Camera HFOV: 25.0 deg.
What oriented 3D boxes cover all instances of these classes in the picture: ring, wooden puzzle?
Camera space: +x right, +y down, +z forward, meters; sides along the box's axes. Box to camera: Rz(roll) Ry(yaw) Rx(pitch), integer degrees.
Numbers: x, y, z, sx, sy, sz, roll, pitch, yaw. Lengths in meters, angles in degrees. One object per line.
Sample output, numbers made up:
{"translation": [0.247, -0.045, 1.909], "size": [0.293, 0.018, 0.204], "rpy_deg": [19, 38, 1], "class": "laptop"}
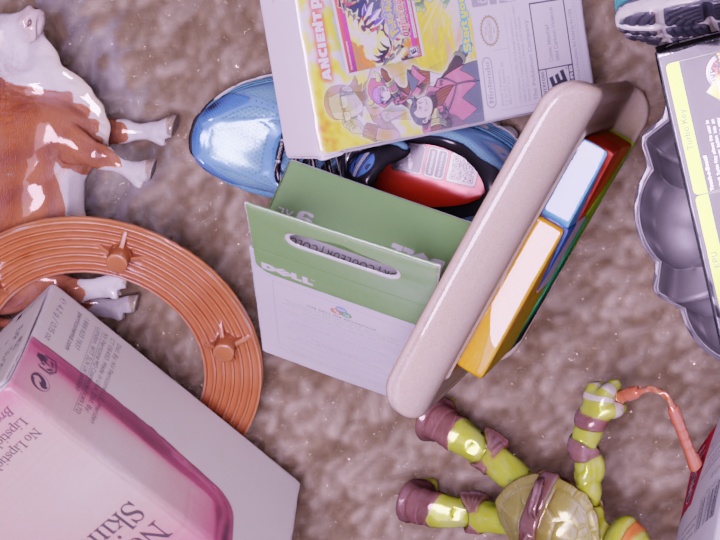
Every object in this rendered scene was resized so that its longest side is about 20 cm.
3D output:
{"translation": [-0.158, 0.058, 0.962], "size": [0.200, 0.019, 0.201], "rpy_deg": [2, 123, 4], "class": "ring"}
{"translation": [0.094, -0.013, 0.854], "size": [0.037, 0.200, 0.185], "rpy_deg": [32, 104, 14], "class": "wooden puzzle"}

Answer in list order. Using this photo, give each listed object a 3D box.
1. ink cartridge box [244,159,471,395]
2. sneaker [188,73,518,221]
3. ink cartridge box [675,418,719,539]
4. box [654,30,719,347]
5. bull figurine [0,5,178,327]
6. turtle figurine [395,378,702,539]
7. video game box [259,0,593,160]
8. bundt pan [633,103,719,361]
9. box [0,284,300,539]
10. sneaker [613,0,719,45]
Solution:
{"translation": [0.000, 0.000, 0.871], "size": [0.104, 0.200, 0.059], "rpy_deg": [20, 67, 9], "class": "ink cartridge box"}
{"translation": [-0.002, -0.068, 0.914], "size": [0.200, 0.090, 0.078], "rpy_deg": [7, 101, 8], "class": "sneaker"}
{"translation": [0.236, 0.188, 0.851], "size": [0.145, 0.145, 0.200], "rpy_deg": [16, 69, 6], "class": "ink cartridge box"}
{"translation": [0.240, -0.021, 0.688], "size": [0.193, 0.048, 0.200], "rpy_deg": [-13, 99, 13], "class": "box"}
{"translation": [-0.180, -0.056, 0.954], "size": [0.121, 0.065, 0.200], "rpy_deg": [15, 112, 3], "class": "bull figurine"}
{"translation": [0.100, 0.145, 0.928], "size": [0.161, 0.064, 0.200], "rpy_deg": [18, 116, 29], "class": "turtle figurine"}
{"translation": [0.030, -0.171, 0.861], "size": [0.182, 0.047, 0.200], "rpy_deg": [-14, 99, -32], "class": "video game box"}
{"translation": [0.228, -0.029, 0.751], "size": [0.202, 0.076, 0.202], "rpy_deg": [1, 100, 8], "class": "bundt pan"}
{"translation": [-0.151, 0.130, 0.929], "size": [0.200, 0.109, 0.128], "rpy_deg": [41, 114, -18], "class": "box"}
{"translation": [0.228, -0.180, 0.879], "size": [0.200, 0.078, 0.080], "rpy_deg": [-23, 76, 7], "class": "sneaker"}
